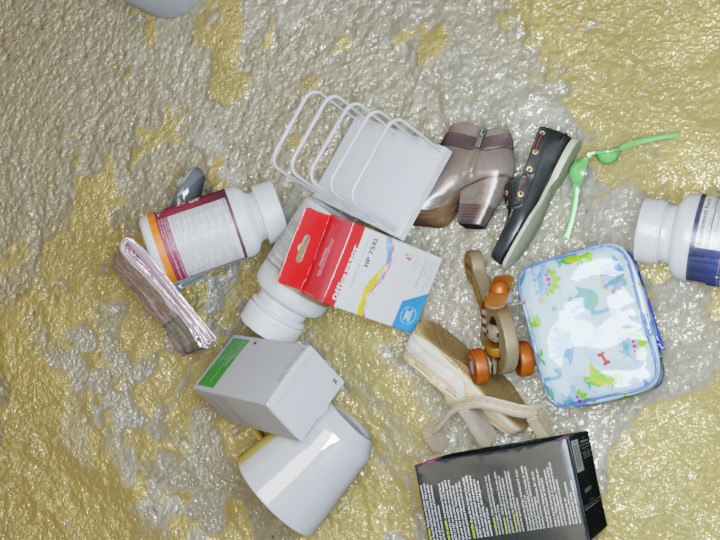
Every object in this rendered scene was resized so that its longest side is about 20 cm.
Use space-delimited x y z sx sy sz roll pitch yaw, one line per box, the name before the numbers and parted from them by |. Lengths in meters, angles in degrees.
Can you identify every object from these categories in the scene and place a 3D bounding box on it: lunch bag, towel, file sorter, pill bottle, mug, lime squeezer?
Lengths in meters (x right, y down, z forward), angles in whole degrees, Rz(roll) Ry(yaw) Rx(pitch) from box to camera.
lunch bag | 0.301 0.073 1.298 0.161 0.082 0.200 -17 78 20
towel | -0.293 0.043 1.459 0.032 0.200 0.191 -40 95 -19
file sorter | -0.007 -0.155 1.385 0.200 0.124 0.139 28 89 46
pill bottle | -0.213 -0.059 1.474 0.200 0.110 0.110 -20 76 -7
pill bottle | -0.083 0.005 1.442 0.114 0.114 0.200 36 97 21
pill bottle | 0.446 -0.035 1.238 0.200 0.111 0.111 11 88 23
mug | -0.079 0.248 1.400 0.153 0.149 0.187 -45 77 3
lime squeezer | 0.326 -0.135 1.338 0.200 0.038 0.071 -44 71 11

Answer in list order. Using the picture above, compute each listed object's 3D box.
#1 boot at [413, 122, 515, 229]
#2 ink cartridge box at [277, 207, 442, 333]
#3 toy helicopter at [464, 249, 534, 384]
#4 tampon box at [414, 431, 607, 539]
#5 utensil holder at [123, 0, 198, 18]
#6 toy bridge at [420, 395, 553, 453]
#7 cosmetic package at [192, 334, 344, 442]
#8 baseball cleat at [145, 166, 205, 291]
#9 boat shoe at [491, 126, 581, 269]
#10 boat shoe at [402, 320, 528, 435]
boot | 0.120 -0.136 1.411 0.200 0.070 0.146 8 79 24
ink cartridge box | 0.000 0.000 1.364 0.067 0.200 0.116 24 94 57
toy helicopter | 0.170 0.043 1.324 0.079 0.132 0.200 -9 48 -6
tampon box | 0.193 0.285 1.279 0.200 0.150 0.126 -13 80 20
utensil holder | -0.346 -0.500 1.561 0.170 0.200 0.170 -3 82 22
toy bridge | 0.153 0.198 1.317 0.200 0.027 0.067 -18 112 43
cosmetic package | -0.130 0.160 1.395 0.200 0.085 0.108 -1 46 52
baseball cleat | -0.264 -0.056 1.557 0.106 0.070 0.200 26 98 9
boat shoe | 0.226 -0.098 1.353 0.063 0.074 0.202 26 87 18
boat shoe | 0.141 0.155 1.365 0.200 0.074 0.069 43 123 12
